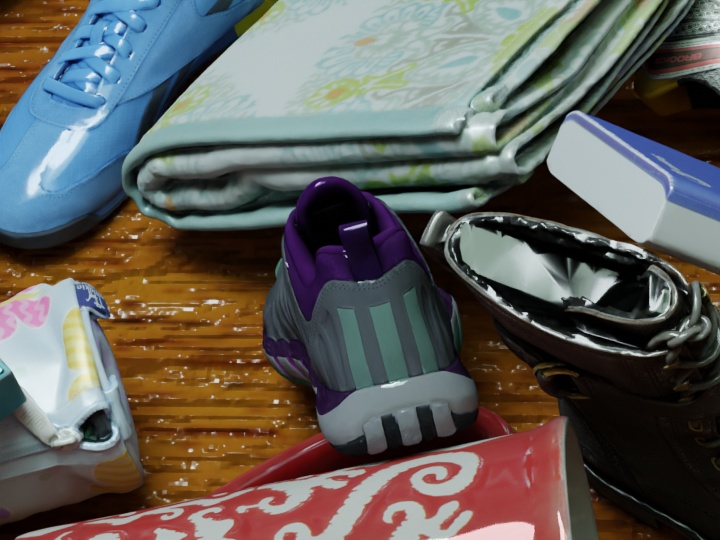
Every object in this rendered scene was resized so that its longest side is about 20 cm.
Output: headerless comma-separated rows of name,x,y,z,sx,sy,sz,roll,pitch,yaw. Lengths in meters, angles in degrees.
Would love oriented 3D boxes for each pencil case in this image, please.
pencil case,-0.181,0.073,1.075,0.199,0.083,0.091,-18,33,-4

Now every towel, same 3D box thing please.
towel,0.021,-0.081,1.135,0.199,0.048,0.171,0,35,41

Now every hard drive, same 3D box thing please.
hard drive,0.173,0.001,1.002,0.199,0.025,0.132,21,9,-15

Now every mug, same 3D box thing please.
mug,-0.013,0.129,1.000,0.199,0.178,0.134,-10,95,7

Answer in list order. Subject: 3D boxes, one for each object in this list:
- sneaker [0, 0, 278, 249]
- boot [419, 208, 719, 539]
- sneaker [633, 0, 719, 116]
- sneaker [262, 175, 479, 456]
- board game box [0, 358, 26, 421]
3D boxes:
sneaker,-0.101,-0.099,1.201,0.066,0.079,0.200,25,62,23
boot,0.124,0.051,0.978,0.199,0.174,0.070,19,73,26
sneaker,0.198,-0.053,1.129,0.200,0.078,0.082,32,90,25
sneaker,0.000,0.000,1.045,0.074,0.088,0.200,-15,14,-8
board game box,-0.244,0.049,1.015,0.200,0.047,0.151,-39,76,-9
